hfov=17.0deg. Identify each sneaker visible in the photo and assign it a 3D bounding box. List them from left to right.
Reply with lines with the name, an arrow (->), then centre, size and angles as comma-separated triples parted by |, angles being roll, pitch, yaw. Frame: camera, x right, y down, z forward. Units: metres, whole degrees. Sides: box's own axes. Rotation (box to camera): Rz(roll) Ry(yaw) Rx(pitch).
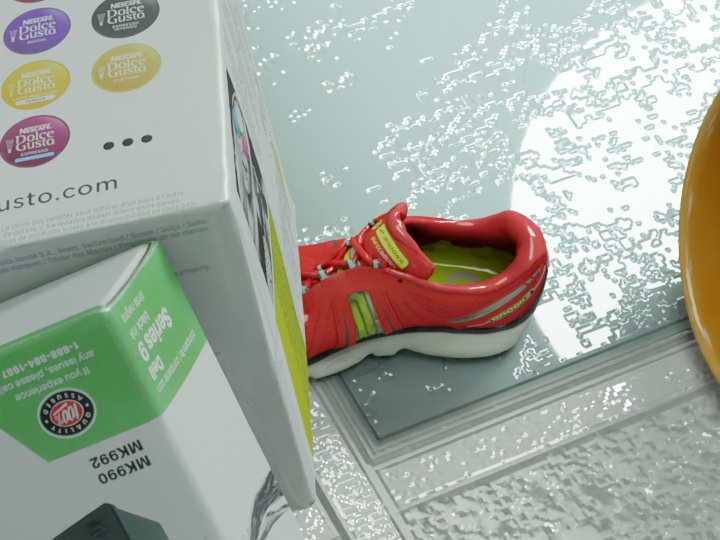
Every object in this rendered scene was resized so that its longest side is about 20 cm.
sneaker -> 0.000, 0.000, 1.206 | 0.199, 0.085, 0.077 | -8, 56, -17

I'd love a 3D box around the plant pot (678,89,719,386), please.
plant pot -> 0.294, -0.017, 1.225 | 0.182, 0.200, 0.201 | 0, 53, -30

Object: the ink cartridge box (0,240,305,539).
ink cartridge box -> -0.106, 0.112, 0.940 | 0.145, 0.201, 0.084 | -22, 15, 15

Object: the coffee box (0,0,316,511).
coffee box -> -0.137, -0.013, 1.072 | 0.199, 0.201, 0.198 | -10, 46, 5
